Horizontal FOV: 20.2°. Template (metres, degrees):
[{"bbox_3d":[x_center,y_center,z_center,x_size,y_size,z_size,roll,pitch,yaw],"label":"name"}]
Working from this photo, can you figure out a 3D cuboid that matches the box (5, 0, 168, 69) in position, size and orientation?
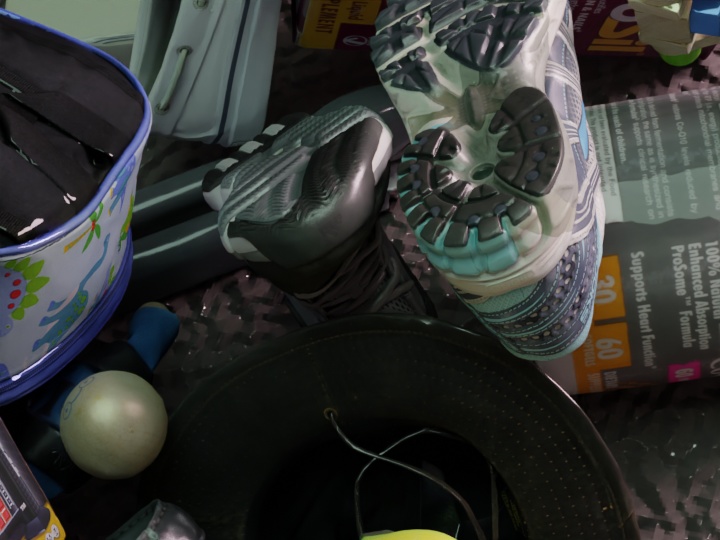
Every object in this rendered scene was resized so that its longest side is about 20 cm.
[{"bbox_3d":[-0.126,-0.167,1.012,0.081,0.069,0.201,-6,55,8],"label":"box"}]

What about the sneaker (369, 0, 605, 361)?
[{"bbox_3d":[0.052,-0.045,0.750,0.077,0.087,0.201,-15,38,17],"label":"sneaker"}]

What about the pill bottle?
[{"bbox_3d":[0.163,-0.019,0.816,0.198,0.117,0.117,-8,55,8],"label":"pill bottle"}]

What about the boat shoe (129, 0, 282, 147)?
[{"bbox_3d":[-0.067,-0.144,0.877,0.066,0.201,0.074,-4,27,-21],"label":"boat shoe"}]

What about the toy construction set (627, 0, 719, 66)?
[{"bbox_3d":[0.165,-0.150,0.779,0.130,0.092,0.201,18,61,23],"label":"toy construction set"}]

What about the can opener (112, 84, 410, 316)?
[{"bbox_3d":[-0.066,-0.035,0.907,0.199,0.067,0.054,-22,53,-11],"label":"can opener"}]

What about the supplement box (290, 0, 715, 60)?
[{"bbox_3d":[0.072,-0.165,0.888,0.198,0.131,0.104,0,71,-7],"label":"supplement box"}]

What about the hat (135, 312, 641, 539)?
[{"bbox_3d":[0.016,0.098,0.780,0.199,0.202,0.081,5,17,16],"label":"hat"}]

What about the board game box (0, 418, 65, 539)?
[{"bbox_3d":[-0.224,0.060,0.687,0.199,0.166,0.057,-19,20,26],"label":"board game box"}]

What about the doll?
[{"bbox_3d":[-0.129,0.061,0.805,0.137,0.049,0.200,-50,23,-21],"label":"doll"}]

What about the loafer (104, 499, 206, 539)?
[{"bbox_3d":[-0.142,0.145,0.712,0.200,0.068,0.071,-40,96,0],"label":"loafer"}]

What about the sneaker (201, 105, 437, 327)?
[{"bbox_3d":[0.000,0.000,0.790,0.075,0.116,0.200,-35,12,-1],"label":"sneaker"}]

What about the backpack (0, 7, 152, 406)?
[{"bbox_3d":[-0.186,-0.028,0.772,0.199,0.148,0.183,19,39,9],"label":"backpack"}]

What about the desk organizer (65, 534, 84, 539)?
[{"bbox_3d":[-0.193,0.164,0.794,0.199,0.077,0.072,-21,54,-3],"label":"desk organizer"}]

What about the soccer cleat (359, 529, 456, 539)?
[{"bbox_3d":[-0.039,0.164,0.703,0.199,0.065,0.084,-32,23,0],"label":"soccer cleat"}]
